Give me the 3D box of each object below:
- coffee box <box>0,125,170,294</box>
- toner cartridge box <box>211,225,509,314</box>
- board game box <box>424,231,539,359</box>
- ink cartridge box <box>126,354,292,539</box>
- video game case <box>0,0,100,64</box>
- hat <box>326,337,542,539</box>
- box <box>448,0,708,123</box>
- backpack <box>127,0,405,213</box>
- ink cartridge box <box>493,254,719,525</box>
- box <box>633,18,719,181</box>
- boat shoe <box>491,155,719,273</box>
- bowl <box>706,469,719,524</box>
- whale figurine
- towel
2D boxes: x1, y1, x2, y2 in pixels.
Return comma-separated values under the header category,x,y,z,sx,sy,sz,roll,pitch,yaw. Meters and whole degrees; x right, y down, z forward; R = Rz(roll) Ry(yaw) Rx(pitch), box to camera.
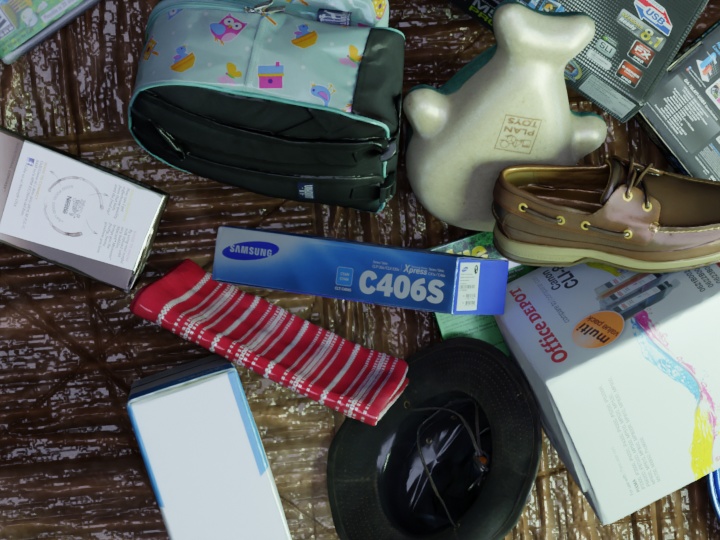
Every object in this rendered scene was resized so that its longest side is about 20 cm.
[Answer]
category,x,y,z,sx,sy,sz,roll,pitch,yaw
coffee box,-0.247,-0.057,1.576,0.199,0.113,0.080,22,91,-3
toner cartridge box,0.000,0.000,1.559,0.199,0.095,0.043,8,91,27
board game box,0.150,0.004,1.646,0.199,0.023,0.105,-18,96,-3
ink cartridge box,-0.110,0.144,1.547,0.083,0.200,0.146,-19,93,-5
video game case,-0.241,-0.288,1.614,0.200,0.022,0.182,-35,93,-2
hat,0.072,0.154,1.612,0.200,0.081,0.202,-15,65,35
box,0.164,-0.233,1.603,0.200,0.044,0.161,35,70,-3
backpack,-0.068,-0.137,1.554,0.199,0.176,0.154,3,71,1
ink cartridge box,0.220,0.060,1.569,0.199,0.145,0.145,-27,120,-2
box,0.341,-0.118,1.641,0.198,0.050,0.200,-40,93,-2
boat shoe,0.190,-0.045,1.519,0.199,0.072,0.068,0,131,14
bowl,0.367,0.150,1.656,0.199,0.039,0.202,0,92,-3
whale figurine,0.106,-0.125,1.572,0.158,0.104,0.201,7,131,-13
towel,-0.064,0.051,1.561,0.199,0.145,0.023,25,104,7
